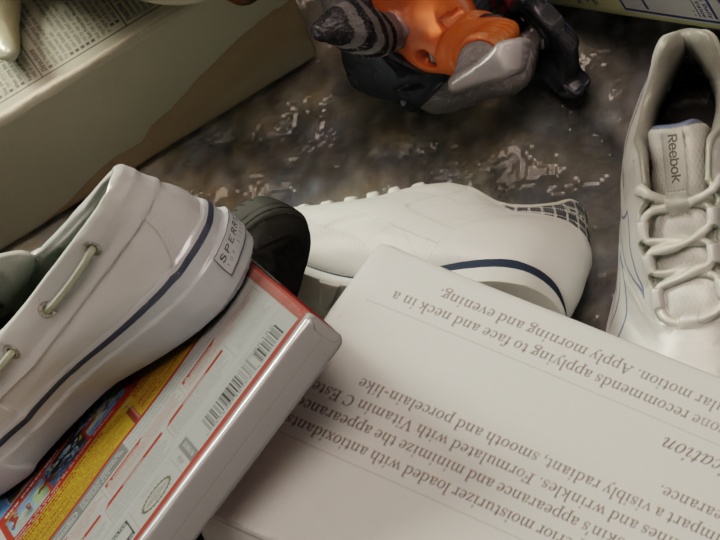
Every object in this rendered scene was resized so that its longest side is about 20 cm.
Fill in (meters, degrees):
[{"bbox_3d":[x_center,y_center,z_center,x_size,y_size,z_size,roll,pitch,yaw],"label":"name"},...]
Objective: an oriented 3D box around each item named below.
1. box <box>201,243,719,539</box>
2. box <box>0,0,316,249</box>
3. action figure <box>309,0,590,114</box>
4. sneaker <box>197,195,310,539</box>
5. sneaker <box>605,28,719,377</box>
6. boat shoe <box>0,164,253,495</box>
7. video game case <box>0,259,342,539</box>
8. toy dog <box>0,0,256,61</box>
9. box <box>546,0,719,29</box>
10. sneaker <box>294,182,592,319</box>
[{"bbox_3d":[0.073,0.124,1.045,0.198,0.200,0.131,22,62,28],"label":"box"},{"bbox_3d":[-0.132,-0.098,1.339,0.199,0.078,0.095,-31,53,-6],"label":"box"},{"bbox_3d":[0.005,-0.130,1.258,0.105,0.193,0.200,-44,85,-5],"label":"action figure"},{"bbox_3d":[-0.048,0.069,1.136,0.104,0.060,0.200,21,68,32],"label":"sneaker"},{"bbox_3d":[0.130,-0.010,1.194,0.074,0.087,0.201,-6,55,10],"label":"sneaker"},{"bbox_3d":[-0.122,0.019,1.086,0.200,0.067,0.074,-39,24,34],"label":"boat shoe"},{"bbox_3d":[-0.080,0.055,1.057,0.143,0.017,0.200,-53,20,0],"label":"video game case"},{"bbox_3d":[-0.107,-0.176,1.223,0.195,0.139,0.200,-59,33,-1],"label":"toy dog"},{"bbox_3d":[0.140,-0.207,1.283,0.176,0.097,0.200,-49,35,-19],"label":"box"},{"bbox_3d":[0.000,0.000,1.245,0.199,0.077,0.081,5,45,15],"label":"sneaker"}]
